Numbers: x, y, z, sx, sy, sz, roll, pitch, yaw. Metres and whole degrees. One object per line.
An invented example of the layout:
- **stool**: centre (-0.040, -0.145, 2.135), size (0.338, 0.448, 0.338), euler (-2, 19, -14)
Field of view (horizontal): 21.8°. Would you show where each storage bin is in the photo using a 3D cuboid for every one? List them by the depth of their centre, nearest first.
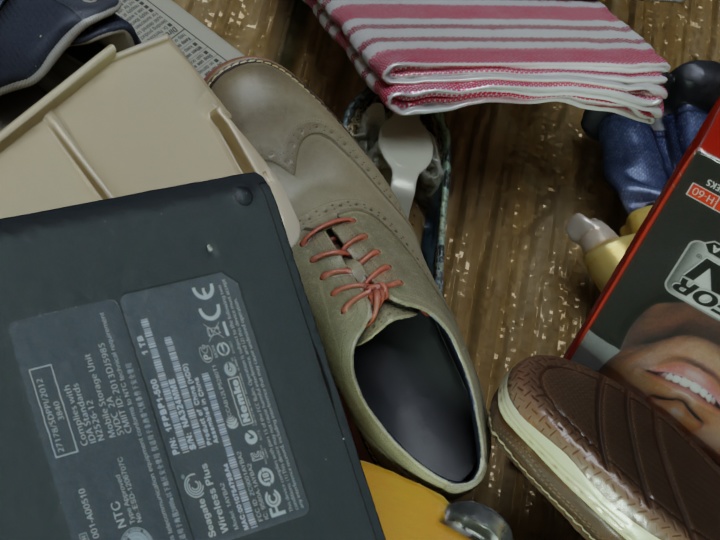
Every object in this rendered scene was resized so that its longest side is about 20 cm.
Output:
- **storage bin**: centre (-0.148, 0.029, 0.654), size (0.094, 0.200, 0.199), euler (52, 53, -9)

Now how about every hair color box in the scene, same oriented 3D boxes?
- **hair color box**: centre (0.146, 0.025, 0.757), size (0.101, 0.200, 0.061), euler (29, 47, 6)

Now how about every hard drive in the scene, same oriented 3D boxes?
- **hard drive**: centre (-0.094, 0.054, 0.535), size (0.200, 0.033, 0.140), euler (-13, 82, -38)

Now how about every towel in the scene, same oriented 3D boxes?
- **towel**: centre (0.045, -0.122, 0.906), size (0.146, 0.030, 0.200), euler (-1, 29, -21)

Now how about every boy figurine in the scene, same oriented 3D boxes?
- **boy figurine**: centre (0.158, -0.007, 0.875), size (0.124, 0.064, 0.200), euler (3, 51, -18)

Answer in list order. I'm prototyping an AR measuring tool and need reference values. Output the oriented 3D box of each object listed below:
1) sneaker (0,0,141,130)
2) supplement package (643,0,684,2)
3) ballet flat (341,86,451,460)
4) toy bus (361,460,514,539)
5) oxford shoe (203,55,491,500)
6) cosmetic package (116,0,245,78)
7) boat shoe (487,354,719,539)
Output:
- **sneaker**: centre (-0.133, -0.136, 0.769), size (0.146, 0.077, 0.202), euler (25, 62, 17)
- **supplement package**: centre (0.081, -0.250, 0.940), size (0.151, 0.151, 0.200), euler (0, 37, -17)
- **ballet flat**: centre (0.007, -0.006, 0.824), size (0.074, 0.074, 0.200), euler (10, 53, -10)
- **toy bus**: centre (0.060, 0.152, 0.717), size (0.200, 0.078, 0.065), euler (29, 51, 5)
- **oxford shoe**: centre (0.000, 0.000, 0.743), size (0.070, 0.075, 0.200), euler (-32, 92, -11)
- **cosmetic package**: centre (-0.122, -0.076, 0.832), size (0.200, 0.073, 0.104), euler (39, 54, 12)
- **boat shoe**: centre (0.122, 0.120, 0.746), size (0.202, 0.075, 0.075), euler (39, 30, -4)
